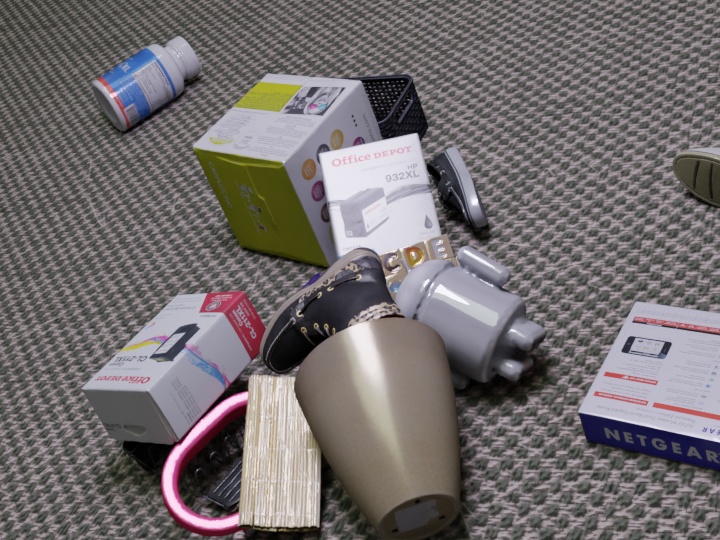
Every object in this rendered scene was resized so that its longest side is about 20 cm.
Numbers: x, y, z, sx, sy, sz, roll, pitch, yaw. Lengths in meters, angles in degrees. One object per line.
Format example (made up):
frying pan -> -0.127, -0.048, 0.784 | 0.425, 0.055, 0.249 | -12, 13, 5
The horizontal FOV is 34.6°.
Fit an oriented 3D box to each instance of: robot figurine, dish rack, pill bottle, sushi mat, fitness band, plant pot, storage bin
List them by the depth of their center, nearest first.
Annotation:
plant pot -> 0.036, 0.191, 1.287 | 0.185, 0.188, 0.202 | -21, 50, 3
sushi mat -> -0.093, 0.213, 1.371 | 0.094, 0.012, 0.202 | 1, 54, -1
fitness band -> -0.147, 0.231, 1.386 | 0.143, 0.038, 0.200 | 37, 61, 20
robot figurine -> 0.122, 0.060, 1.404 | 0.198, 0.172, 0.113 | 28, 14, 20
dish rack -> -0.186, 0.215, 1.464 | 0.198, 0.055, 0.154 | 16, 53, 40
storage bin -> -0.005, -0.240, 1.891 | 0.198, 0.094, 0.136 | 3, 44, 31
pill bottle -> -0.416, -0.372, 2.266 | 0.199, 0.113, 0.112 | -37, 38, -18

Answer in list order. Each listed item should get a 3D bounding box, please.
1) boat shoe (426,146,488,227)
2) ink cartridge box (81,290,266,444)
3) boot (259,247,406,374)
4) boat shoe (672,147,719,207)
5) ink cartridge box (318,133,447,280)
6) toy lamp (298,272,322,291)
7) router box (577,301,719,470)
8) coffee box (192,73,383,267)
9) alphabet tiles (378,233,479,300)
boat shoe -> 0.140, -0.114, 1.683 | 0.056, 0.069, 0.201 | -24, 30, 6
ink cartridge box -> -0.232, 0.120, 1.471 | 0.144, 0.084, 0.200 | -4, 32, 42
boot -> -0.032, 0.078, 1.406 | 0.200, 0.073, 0.151 | -41, 34, 6
boat shoe -> 0.503, -0.123, 1.487 | 0.198, 0.075, 0.068 | 20, 48, 35
ink cartridge box -> 0.031, -0.069, 1.573 | 0.143, 0.084, 0.203 | -11, 69, 0
toy lamp -> 0.000, 0.000, 1.622 | 0.199, 0.059, 0.058 | -32, 37, -9
router box -> 0.365, 0.124, 1.271 | 0.198, 0.049, 0.180 | 9, 48, 37
coffee box -> -0.094, -0.154, 1.743 | 0.198, 0.201, 0.198 | 13, 50, 39
alphabet tiles -> 0.073, 0.047, 1.481 | 0.197, 0.008, 0.169 | -16, 71, -3
